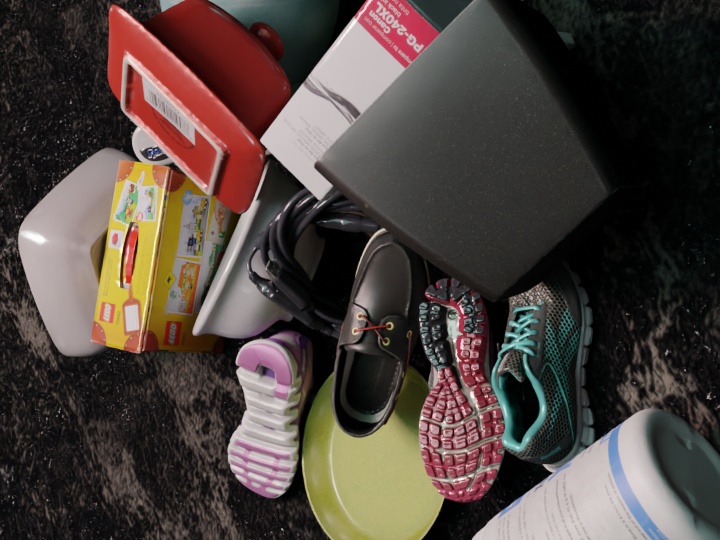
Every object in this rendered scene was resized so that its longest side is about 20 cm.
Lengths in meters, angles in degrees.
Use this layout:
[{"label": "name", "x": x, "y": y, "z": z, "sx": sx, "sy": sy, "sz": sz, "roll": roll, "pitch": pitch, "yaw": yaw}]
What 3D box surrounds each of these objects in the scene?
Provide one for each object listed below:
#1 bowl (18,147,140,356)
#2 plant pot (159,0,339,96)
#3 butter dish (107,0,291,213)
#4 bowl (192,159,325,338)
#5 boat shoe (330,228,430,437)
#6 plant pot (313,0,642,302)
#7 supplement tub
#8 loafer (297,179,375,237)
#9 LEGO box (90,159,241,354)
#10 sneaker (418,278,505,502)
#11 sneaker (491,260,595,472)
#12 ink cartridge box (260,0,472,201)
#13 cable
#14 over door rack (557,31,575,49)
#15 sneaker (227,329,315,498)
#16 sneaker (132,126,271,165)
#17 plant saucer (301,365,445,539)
[{"label": "bowl", "x": -0.283, "y": -0.015, "z": 1.455, "sx": 0.074, "sy": 0.200, "sz": 0.201, "roll": 10, "pitch": 131, "yaw": 27}, {"label": "plant pot", "x": -0.114, "y": -0.257, "z": 1.367, "sx": 0.200, "sy": 0.200, "sz": 0.135, "roll": 21, "pitch": 125, "yaw": 43}, {"label": "butter dish", "x": -0.134, "y": -0.182, "z": 1.230, "sx": 0.200, "sy": 0.148, "sz": 0.199, "roll": 45, "pitch": 161, "yaw": 3}, {"label": "bowl", "x": -0.096, "y": -0.007, "z": 1.336, "sx": 0.201, "sy": 0.090, "sz": 0.202, "roll": -90, "pitch": 26, "yaw": -72}, {"label": "boat shoe", "x": 0.018, "y": 0.060, "z": 1.185, "sx": 0.073, "sy": 0.063, "sz": 0.203, "roll": 14, "pitch": 112, "yaw": 8}, {"label": "plant pot", "x": 0.116, "y": -0.087, "z": 1.043, "sx": 0.199, "sy": 0.200, "sz": 0.178, "roll": -44, "pitch": 78, "yaw": 17}, {"label": "supplement tub", "x": 0.196, "y": 0.214, "z": 1.022, "sx": 0.200, "sy": 0.131, "sz": 0.133, "roll": -42, "pitch": 57, "yaw": 30}, {"label": "loafer", "x": 0.005, "y": -0.082, "z": 1.292, "sx": 0.200, "sy": 0.067, "sz": 0.076, "roll": 46, "pitch": 113, "yaw": 36}, {"label": "LEGO box", "x": -0.210, "y": -0.010, "z": 1.425, "sx": 0.077, "sy": 0.149, "sz": 0.202, "roll": 10, "pitch": 90, "yaw": 31}, {"label": "sneaker", "x": 0.099, "y": 0.110, "z": 1.166, "sx": 0.080, "sy": 0.075, "sz": 0.202, "roll": -3, "pitch": 76, "yaw": 17}, {"label": "sneaker", "x": 0.153, "y": 0.074, "z": 1.111, "sx": 0.077, "sy": 0.091, "sz": 0.202, "roll": -18, "pitch": 72, "yaw": 40}, {"label": "ink cartridge box", "x": 0.017, "y": -0.174, "z": 1.123, "sx": 0.083, "sy": 0.145, "sz": 0.200, "roll": 43, "pitch": 124, "yaw": -1}, {"label": "cable", "x": 0.000, "y": 0.000, "z": 1.224, "sx": 0.163, "sy": 0.199, "sz": 0.051, "roll": -48, "pitch": 15, "yaw": 28}, {"label": "over door rack", "x": 0.129, "y": -0.112, "z": 1.178, "sx": 0.200, "sy": 0.066, "sz": 0.149, "roll": -35, "pitch": 62, "yaw": 35}, {"label": "sneaker", "x": -0.085, "y": 0.146, "z": 1.346, "sx": 0.080, "sy": 0.088, "sz": 0.201, "roll": 17, "pitch": 120, "yaw": 17}, {"label": "sneaker", "x": -0.153, "y": -0.171, "z": 1.458, "sx": 0.198, "sy": 0.112, "sz": 0.074, "roll": -6, "pitch": 107, "yaw": 12}, {"label": "plant saucer", "x": 0.021, "y": 0.184, "z": 1.265, "sx": 0.199, "sy": 0.031, "sz": 0.202, "roll": -8, "pitch": 79, "yaw": 42}]
